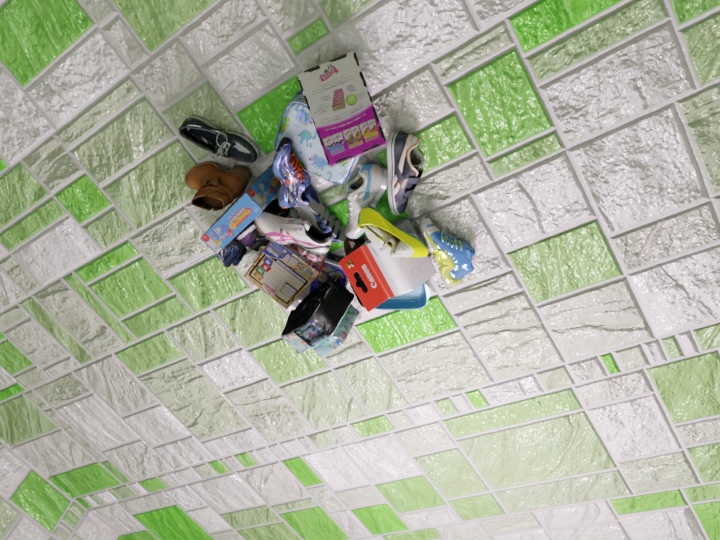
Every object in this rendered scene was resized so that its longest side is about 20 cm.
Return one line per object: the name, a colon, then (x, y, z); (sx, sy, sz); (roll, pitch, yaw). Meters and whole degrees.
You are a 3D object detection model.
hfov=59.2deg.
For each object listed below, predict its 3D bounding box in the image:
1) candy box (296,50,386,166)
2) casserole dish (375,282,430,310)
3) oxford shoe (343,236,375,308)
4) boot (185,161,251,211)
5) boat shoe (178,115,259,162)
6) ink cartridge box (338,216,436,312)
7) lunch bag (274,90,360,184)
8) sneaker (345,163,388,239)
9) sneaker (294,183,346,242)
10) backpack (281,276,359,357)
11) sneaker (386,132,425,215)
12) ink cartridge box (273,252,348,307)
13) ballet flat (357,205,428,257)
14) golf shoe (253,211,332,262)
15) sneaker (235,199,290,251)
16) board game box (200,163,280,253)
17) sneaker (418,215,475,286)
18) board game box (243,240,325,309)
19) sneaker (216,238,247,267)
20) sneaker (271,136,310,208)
candy box: (-0.039, -0.340, 1.348); (0.134, 0.061, 0.203); (-20, 97, 3)
casserole dish: (0.092, 0.047, 1.686); (0.196, 0.039, 0.123); (-2, 125, 17)
oxford shoe: (0.000, 0.000, 1.620); (0.072, 0.084, 0.203); (-22, 89, 28)
boot: (-0.380, -0.202, 1.563); (0.196, 0.156, 0.075); (-3, 126, 23)
boat shoe: (-0.342, -0.309, 1.534); (0.198, 0.062, 0.075); (29, 127, -6)
ink cartridge box: (0.070, -0.009, 1.567); (0.199, 0.057, 0.164); (-36, 111, -12)
lunch bag: (-0.087, -0.304, 1.448); (0.197, 0.083, 0.162); (25, 130, -3)
sneaker: (-0.003, -0.167, 1.520); (0.079, 0.077, 0.202); (12, 123, -20)
sneaker: (-0.136, -0.127, 1.597); (0.114, 0.081, 0.200); (-26, 117, 29)
backpack: (-0.110, 0.134, 1.671); (0.199, 0.178, 0.151); (-29, 110, 38)
sneaker: (0.105, -0.215, 1.459); (0.078, 0.079, 0.203); (8, 127, 17)
ink cartridge box: (-0.132, 0.028, 1.736); (0.195, 0.044, 0.202); (19, 128, 3)
ballet flat: (0.072, -0.072, 1.492); (0.199, 0.068, 0.067); (35, 146, -16)
golf shoe: (-0.161, -0.102, 1.539); (0.197, 0.073, 0.093); (24, 130, -13)
sneaker: (-0.236, -0.114, 1.653); (0.198, 0.077, 0.087); (-24, 126, 38)
board game box: (-0.274, -0.158, 1.539); (0.056, 0.197, 0.199); (44, 126, -14)
sneaker: (0.219, -0.062, 1.557); (0.104, 0.076, 0.202); (-24, 117, 10)
board game box: (-0.203, 0.000, 1.666); (0.151, 0.047, 0.200); (38, 135, -9)
sneaker: (-0.357, -0.057, 1.666); (0.076, 0.076, 0.200); (33, 173, 2)
sneaker: (-0.151, -0.222, 1.443); (0.077, 0.076, 0.201); (7, 145, 7)
